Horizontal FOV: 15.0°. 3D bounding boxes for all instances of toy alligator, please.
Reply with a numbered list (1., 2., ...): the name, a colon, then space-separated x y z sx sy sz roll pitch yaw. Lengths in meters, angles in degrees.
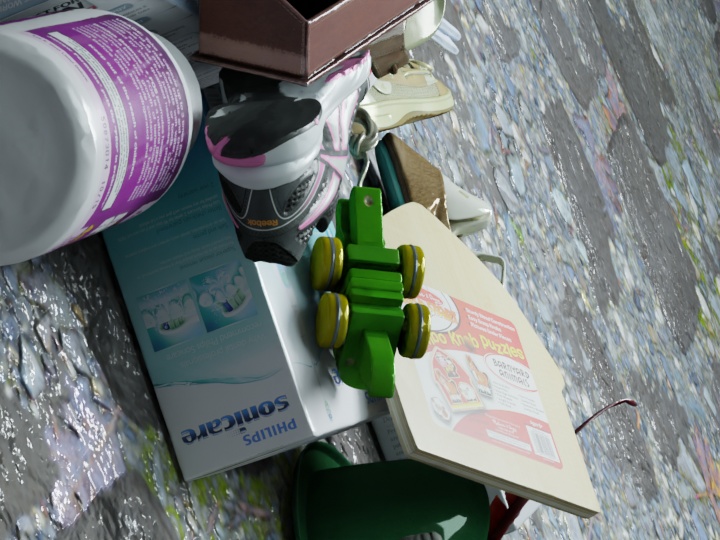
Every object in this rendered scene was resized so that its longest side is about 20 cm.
1. toy alligator: 0.000 0.000 1.519 0.054 0.059 0.200 113 -22 -48

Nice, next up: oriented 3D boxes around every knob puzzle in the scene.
1. knob puzzle: 0.052 0.048 1.622 0.219 0.030 0.220 37 32 -28

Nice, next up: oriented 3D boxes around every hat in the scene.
1. hat: 0.071 0.149 1.623 0.166 0.176 0.201 51 26 -48

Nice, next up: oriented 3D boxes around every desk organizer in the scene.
1. desk organizer: -0.014 -0.174 1.497 0.200 0.072 0.077 -40 138 -55

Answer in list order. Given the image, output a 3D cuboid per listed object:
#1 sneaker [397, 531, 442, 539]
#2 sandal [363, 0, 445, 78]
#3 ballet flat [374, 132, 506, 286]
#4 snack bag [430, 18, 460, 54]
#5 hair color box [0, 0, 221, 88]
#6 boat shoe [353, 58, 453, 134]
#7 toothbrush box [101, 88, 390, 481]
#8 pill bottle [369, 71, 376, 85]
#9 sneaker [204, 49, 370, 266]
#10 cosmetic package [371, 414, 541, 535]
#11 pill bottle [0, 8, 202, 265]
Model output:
1. sneaker: -0.008 0.222 1.513 0.200 0.114 0.076 91 -11 -51
2. sandal: 0.010 -0.153 1.653 0.201 0.057 0.080 -37 125 -54
3. ballet flat: 0.065 -0.009 1.933 0.068 0.072 0.201 88 -11 -68
4. snack bag: -0.033 -0.228 1.840 0.188 0.021 0.200 41 5 28
5. hair color box: -0.134 -0.145 1.476 0.200 0.099 0.061 20 52 -67
6. boat shoe: 0.010 -0.129 1.922 0.201 0.073 0.063 -22 96 -65
7. toothbrush box: -0.068 0.005 1.528 0.201 0.085 0.146 70 18 3
8. pill bottle: -0.069 -0.176 1.680 0.200 0.108 0.109 42 33 -55
9. sneaker: -0.042 -0.061 1.458 0.200 0.080 0.087 -56 144 -65
10. cosmetic package: 0.049 0.079 1.808 0.201 0.071 0.101 69 18 -1
11. pill bottle: -0.148 -0.070 1.337 0.113 0.112 0.200 69 19 -3
